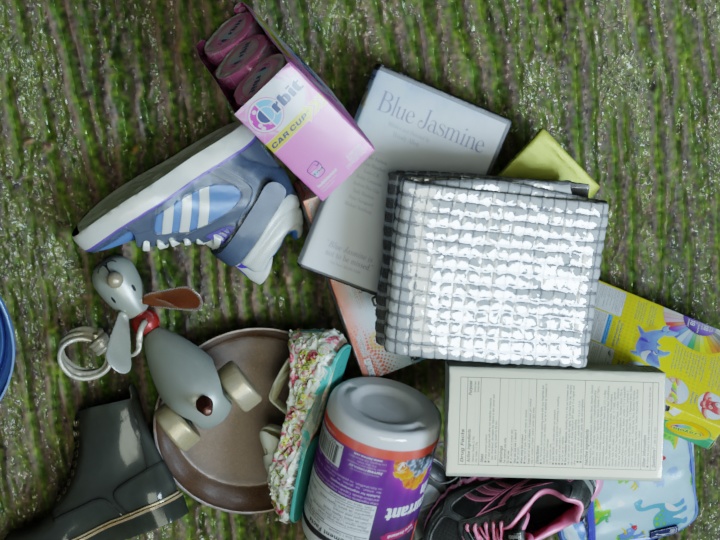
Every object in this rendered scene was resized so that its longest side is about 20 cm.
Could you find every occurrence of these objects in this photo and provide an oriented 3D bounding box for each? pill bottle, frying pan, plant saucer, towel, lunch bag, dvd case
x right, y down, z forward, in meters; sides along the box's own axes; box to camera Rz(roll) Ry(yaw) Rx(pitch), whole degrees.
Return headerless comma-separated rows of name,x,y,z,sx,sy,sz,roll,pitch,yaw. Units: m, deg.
pill bottle,0.005,0.214,1.573,0.111,0.112,0.201,7,116,-13
frying pan,0.041,0.210,1.660,0.114,0.031,0.191,-17,123,-16
plant saucer,-0.107,0.145,1.622,0.199,0.035,0.201,-4,111,-9
towel,0.116,-0.005,1.478,0.199,0.086,0.167,3,99,-14
lunch bag,0.260,0.185,1.681,0.160,0.083,0.201,-7,110,-5
towel,0.129,-0.033,1.527,0.086,0.018,0.200,43,89,-20
dvd case,0.042,-0.073,1.513,0.142,0.018,0.201,20,95,-17

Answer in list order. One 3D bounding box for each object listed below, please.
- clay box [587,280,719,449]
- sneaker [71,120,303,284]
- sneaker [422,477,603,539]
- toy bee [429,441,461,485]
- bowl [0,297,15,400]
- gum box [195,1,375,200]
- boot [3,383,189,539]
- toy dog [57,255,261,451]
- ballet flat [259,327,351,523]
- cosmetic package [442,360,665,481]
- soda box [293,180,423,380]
clay box,0.291,0.093,1.593,0.199,0.115,0.048,23,142,1
sneaker,-0.150,-0.032,1.524,0.199,0.081,0.147,-33,108,-4
sneaker,0.145,0.246,1.621,0.199,0.095,0.079,-27,107,21
toy bee,0.133,0.123,1.599,0.130,0.109,0.201,8,91,1
bowl,-0.425,0.068,1.532,0.199,0.039,0.202,-4,110,-10
gum box,-0.071,-0.155,1.437,0.066,0.200,0.113,-43,119,6
boot,-0.278,0.203,1.603,0.199,0.077,0.139,-20,90,11
toy dog,-0.182,0.079,1.519,0.199,0.096,0.132,33,85,-3
ballet flat,-0.062,0.145,1.586,0.064,0.076,0.201,19,102,15
cosmetic package,0.177,0.138,1.507,0.199,0.073,0.104,3,92,1
soda box,0.000,0.000,1.574,0.068,0.064,0.201,-20,112,-4
